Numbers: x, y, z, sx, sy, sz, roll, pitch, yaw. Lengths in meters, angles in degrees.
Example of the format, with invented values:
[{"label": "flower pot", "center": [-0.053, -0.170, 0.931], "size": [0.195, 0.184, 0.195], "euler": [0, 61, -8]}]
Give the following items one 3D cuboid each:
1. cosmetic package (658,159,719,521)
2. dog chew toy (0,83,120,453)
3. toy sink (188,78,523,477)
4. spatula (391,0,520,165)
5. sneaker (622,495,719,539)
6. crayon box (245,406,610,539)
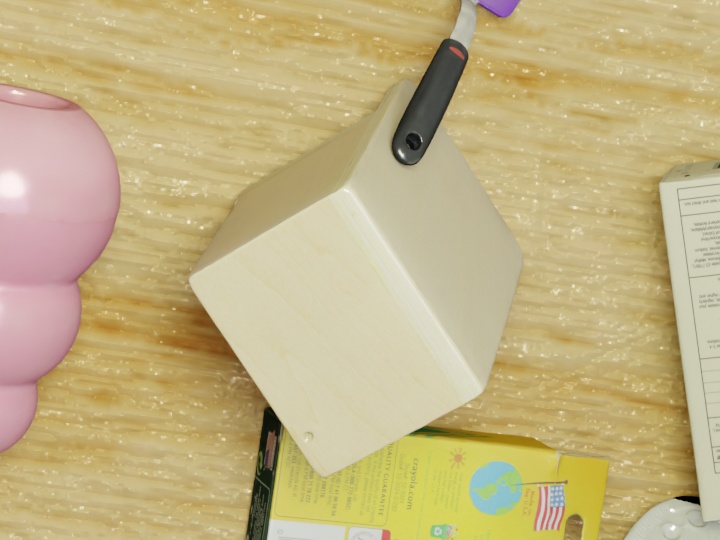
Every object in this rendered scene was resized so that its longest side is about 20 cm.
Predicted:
[{"label": "cosmetic package", "center": [0.236, 0.036, 1.361], "size": [0.104, 0.071, 0.202], "euler": [-5, 99, 15]}, {"label": "dog chew toy", "center": [-0.196, 0.006, 1.238], "size": [0.124, 0.125, 0.202], "euler": [9, 101, -16]}, {"label": "toy sink", "center": [0.000, 0.000, 1.279], "size": [0.112, 0.200, 0.131], "euler": [-29, 104, 20]}, {"label": "spatula", "center": [0.054, -0.130, 1.294], "size": [0.056, 0.021, 0.201], "euler": [37, 49, -15]}, {"label": "sneaker", "center": [0.167, 0.247, 1.386], "size": [0.080, 0.147, 0.201], "euler": [15, 49, 9]}, {"label": "crayon box", "center": [0.035, 0.154, 1.347], "size": [0.198, 0.051, 0.128], "euler": [8, 94, -15]}]
